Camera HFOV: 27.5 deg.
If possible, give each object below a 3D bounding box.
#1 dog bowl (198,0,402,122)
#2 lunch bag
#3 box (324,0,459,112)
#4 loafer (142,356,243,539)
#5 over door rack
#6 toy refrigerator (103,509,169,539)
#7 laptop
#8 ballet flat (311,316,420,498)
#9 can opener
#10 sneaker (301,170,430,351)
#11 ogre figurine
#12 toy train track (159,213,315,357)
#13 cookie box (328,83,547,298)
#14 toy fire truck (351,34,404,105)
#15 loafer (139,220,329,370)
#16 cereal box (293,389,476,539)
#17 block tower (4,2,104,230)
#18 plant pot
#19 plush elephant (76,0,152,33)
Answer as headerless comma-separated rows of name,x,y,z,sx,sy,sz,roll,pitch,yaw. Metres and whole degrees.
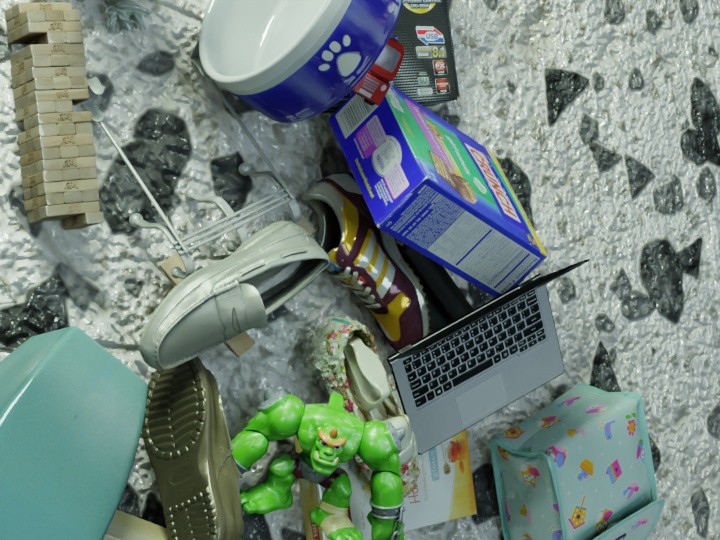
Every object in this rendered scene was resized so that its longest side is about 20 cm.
dog bowl,-0.055,-0.241,1.357,0.079,0.199,0.202,32,69,-37
lunch bag,0.243,0.252,1.620,0.169,0.121,0.202,-24,109,-36
box,0.006,-0.250,1.533,0.198,0.044,0.162,-7,91,-35
loafer,-0.153,0.175,1.357,0.067,0.075,0.202,41,36,-59
over door rack,-0.163,-0.105,1.396,0.147,0.066,0.202,-28,90,-35
toy refrigerator,-0.186,0.279,1.334,0.199,0.070,0.076,27,98,-30
laptop,0.135,0.089,1.443,0.186,0.116,0.202,-27,123,-15
ballet flat,0.012,0.138,1.453,0.075,0.064,0.202,-34,101,-35
can opener,0.096,0.042,1.580,0.200,0.052,0.067,51,27,-23
sneaker,0.000,0.000,1.496,0.089,0.075,0.202,-21,90,-35
ogre figurine,-0.043,0.184,1.404,0.098,0.198,0.121,-27,137,-70
toy train track,-0.122,0.013,1.421,0.115,0.033,0.200,49,60,1
cookie box,0.079,-0.084,1.483,0.199,0.075,0.172,29,27,-42
toy fire truck,0.000,-0.252,1.416,0.048,0.200,0.142,24,102,-30
loafer,-0.114,0.027,1.346,0.200,0.070,0.070,-40,140,-23
cereal box,0.026,0.198,1.516,0.198,0.039,0.146,-7,89,-36
block tower,-0.276,-0.138,1.319,0.057,0.054,0.203,-8,91,-34
plant pot,-0.278,0.158,1.250,0.141,0.141,0.201,42,57,-25
plush elephant,-0.218,-0.315,1.310,0.164,0.154,0.202,-35,105,-32
